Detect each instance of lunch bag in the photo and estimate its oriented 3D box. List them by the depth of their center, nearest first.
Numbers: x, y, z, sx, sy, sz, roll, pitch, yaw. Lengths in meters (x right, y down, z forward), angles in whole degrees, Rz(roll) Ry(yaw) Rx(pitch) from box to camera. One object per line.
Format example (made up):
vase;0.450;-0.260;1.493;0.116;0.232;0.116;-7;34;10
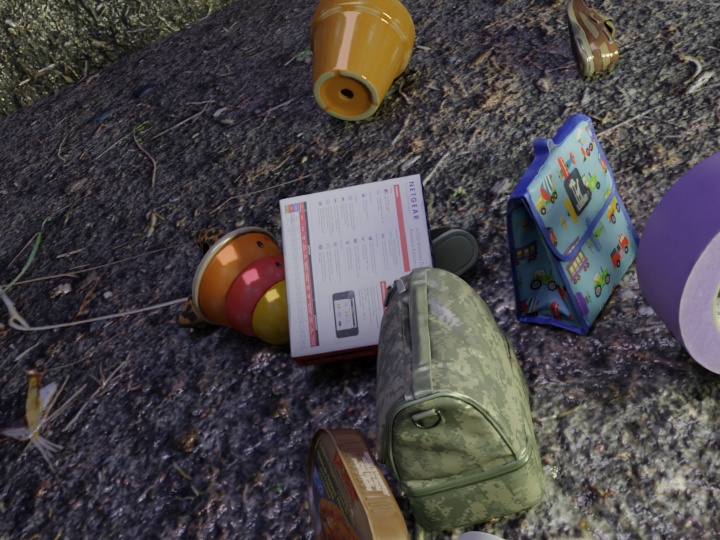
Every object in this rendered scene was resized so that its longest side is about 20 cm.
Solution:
lunch bag;0.081;0.112;0.789;0.138;0.169;0.201;-16;33;13
lunch bag;0.219;-0.060;0.908;0.093;0.201;0.151;10;47;42

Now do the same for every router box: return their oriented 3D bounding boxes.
router box;0.000;0.000;0.993;0.177;0.049;0.202;-9;71;9

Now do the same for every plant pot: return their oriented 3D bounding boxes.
plant pot;-0.010;-0.387;1.546;0.198;0.201;0.185;-6;52;27

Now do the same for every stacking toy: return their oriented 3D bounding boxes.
stacking toy;-0.108;0.047;1.078;0.199;0.147;0.146;34;62;32

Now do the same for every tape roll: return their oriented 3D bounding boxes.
tape roll;0.358;-0.009;0.747;0.198;0.201;0.085;-23;32;2

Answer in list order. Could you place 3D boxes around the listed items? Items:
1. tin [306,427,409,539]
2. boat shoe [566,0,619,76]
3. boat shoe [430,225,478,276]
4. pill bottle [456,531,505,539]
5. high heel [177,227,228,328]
tin;-0.005;0.223;0.745;0.041;0.113;0.200;-3;28;-19
boat shoe;0.386;-0.391;1.387;0.071;0.076;0.201;-11;44;14
boat shoe;0.052;0.007;1.051;0.200;0.072;0.061;-26;15;3
pill bottle;0.063;0.295;0.596;0.112;0.113;0.200;6;44;39
high heel;-0.240;0.006;1.232;0.142;0.072;0.200;-31;42;-21
